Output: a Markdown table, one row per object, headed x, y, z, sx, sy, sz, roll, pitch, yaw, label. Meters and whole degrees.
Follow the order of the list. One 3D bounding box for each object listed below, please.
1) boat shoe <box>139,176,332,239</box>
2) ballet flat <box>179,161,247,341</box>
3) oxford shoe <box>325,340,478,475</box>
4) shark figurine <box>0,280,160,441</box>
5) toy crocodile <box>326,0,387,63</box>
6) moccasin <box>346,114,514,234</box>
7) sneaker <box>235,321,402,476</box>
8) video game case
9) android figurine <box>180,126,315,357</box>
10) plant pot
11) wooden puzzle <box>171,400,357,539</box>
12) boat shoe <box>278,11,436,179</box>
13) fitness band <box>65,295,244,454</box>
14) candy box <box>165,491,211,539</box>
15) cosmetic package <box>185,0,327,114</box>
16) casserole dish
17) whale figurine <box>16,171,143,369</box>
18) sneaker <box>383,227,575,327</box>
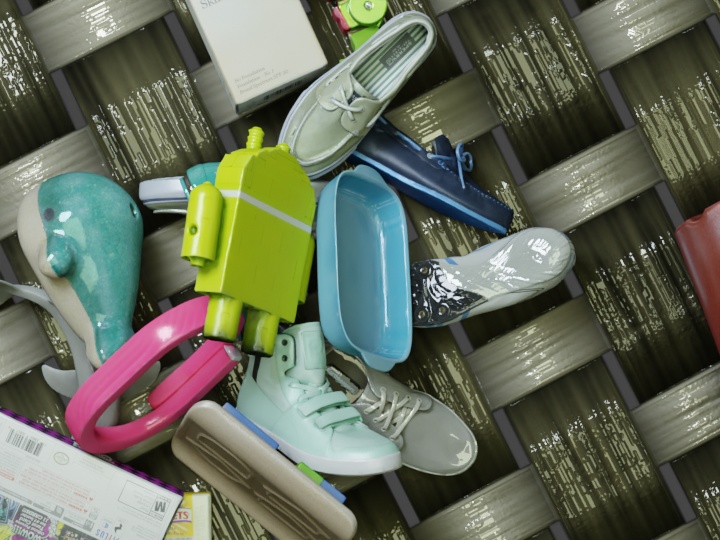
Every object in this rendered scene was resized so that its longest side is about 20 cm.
| x | y | z | sx | sy | sz | roll | pitch | yaw | label |
| --- | --- | --- | --- | --- | --- | --- | --- | --- | --- |
| -0.117 | -0.060 | 1.672 | 0.198 | 0.072 | 0.063 | 2 | 92 | -4 | boat shoe |
| -0.110 | -0.018 | 1.633 | 0.070 | 0.068 | 0.201 | -20 | 124 | -4 | ballet flat |
| 0.027 | 0.137 | 1.677 | 0.199 | 0.058 | 0.076 | 35 | 85 | -2 | oxford shoe |
| -0.277 | 0.076 | 1.651 | 0.128 | 0.089 | 0.216 | -31 | 91 | -5 | shark figurine |
| -0.018 | -0.290 | 1.687 | 0.061 | 0.068 | 0.202 | -18 | 89 | -4 | toy crocodile |
| 0.067 | -0.106 | 1.679 | 0.199 | 0.080 | 0.069 | 30 | 82 | -2 | moccasin |
| -0.039 | 0.115 | 1.601 | 0.199 | 0.073 | 0.119 | 19 | 108 | 38 | sneaker |
| -0.293 | 0.254 | 1.636 | 0.199 | 0.036 | 0.183 | 24 | 92 | -3 | video game case |
| -0.096 | -0.027 | 1.563 | 0.041 | 0.182 | 0.202 | 1 | 78 | 32 | android figurine |
| 0.408 | 0.017 | 1.643 | 0.199 | 0.201 | 0.197 | -24 | 80 | -4 | plant pot |
| -0.088 | 0.190 | 1.605 | 0.185 | 0.200 | 0.046 | 38 | 70 | -1 | wooden puzzle |
| -0.006 | -0.169 | 1.621 | 0.072 | 0.062 | 0.200 | 41 | 92 | -3 | boat shoe |
| -0.188 | 0.099 | 1.602 | 0.200 | 0.143 | 0.038 | -44 | 69 | 16 | fitness band |
| -0.243 | 0.270 | 1.672 | 0.198 | 0.026 | 0.103 | -1 | 88 | -3 | candy box |
| -0.117 | -0.268 | 1.679 | 0.103 | 0.073 | 0.201 | -25 | 90 | -4 | cosmetic package |
| 0.000 | 0.000 | 1.637 | 0.039 | 0.121 | 0.202 | -15 | 69 | 34 | casserole dish |
| -0.244 | -0.001 | 1.617 | 0.103 | 0.159 | 0.201 | -27 | 71 | 11 | whale figurine |
| 0.117 | 0.012 | 1.686 | 0.198 | 0.072 | 0.073 | -17 | 72 | 11 | sneaker |
